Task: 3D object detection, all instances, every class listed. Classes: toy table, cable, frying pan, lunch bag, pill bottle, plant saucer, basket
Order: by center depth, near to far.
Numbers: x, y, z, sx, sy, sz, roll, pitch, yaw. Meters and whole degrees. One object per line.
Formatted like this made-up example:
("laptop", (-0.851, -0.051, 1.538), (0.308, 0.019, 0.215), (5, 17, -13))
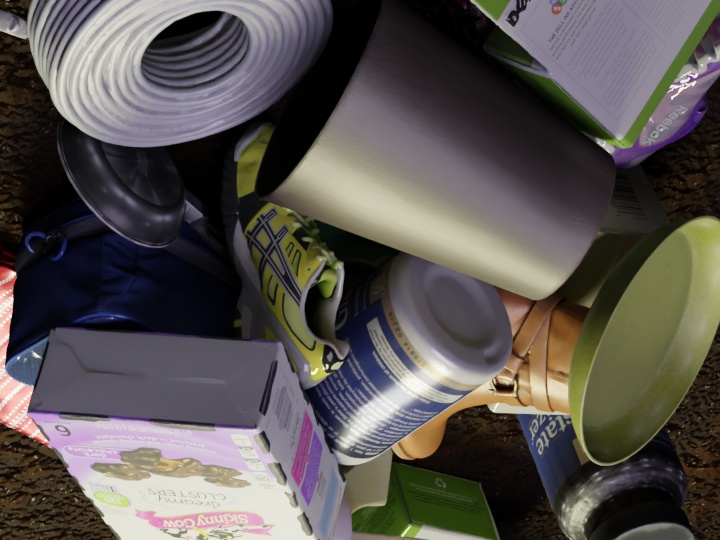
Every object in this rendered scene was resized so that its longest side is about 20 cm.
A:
("cable", (-0.115, -0.162, 1.384), (0.199, 0.069, 0.200), (-32, 149, 15))
("basket", (0.057, -0.074, 1.409), (0.199, 0.136, 0.180), (26, 135, -14))
("frying pan", (-0.135, -0.042, 1.466), (0.031, 0.115, 0.190), (-37, 107, 27))
("lunch bag", (-0.162, 0.024, 1.539), (0.135, 0.133, 0.200), (-25, 138, 35))
("pill bottle", (0.006, 0.073, 1.542), (0.111, 0.112, 0.200), (23, 135, -34))
("plant saucer", (0.208, 0.047, 1.567), (0.200, 0.031, 0.201), (-37, 141, -37))
("pill bottle", (0.200, 0.155, 1.732), (0.111, 0.201, 0.112), (-10, 136, -10))
("toy table", (-0.036, 0.226, 1.760), (0.117, 0.200, 0.185), (17, 85, -33))

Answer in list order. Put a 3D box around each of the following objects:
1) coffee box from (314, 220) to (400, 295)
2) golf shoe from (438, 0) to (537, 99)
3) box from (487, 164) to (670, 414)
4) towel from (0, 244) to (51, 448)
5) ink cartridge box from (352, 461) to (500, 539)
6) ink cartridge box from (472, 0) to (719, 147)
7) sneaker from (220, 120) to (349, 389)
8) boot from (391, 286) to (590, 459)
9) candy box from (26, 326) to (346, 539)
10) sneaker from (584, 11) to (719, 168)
("coffee box", (0.000, 0.000, 1.627), (0.122, 0.044, 0.201), (-5, 135, -16))
("golf shoe", (0.108, -0.116, 1.510), (0.092, 0.073, 0.201), (-17, 127, -23))
("box", (0.158, 0.013, 1.656), (0.077, 0.095, 0.200), (4, 134, -26))
("towel", (-0.251, 0.067, 1.630), (0.144, 0.023, 0.200), (-39, 133, 22))
("ink cartridge box", (0.078, 0.261, 1.891), (0.199, 0.076, 0.148), (15, 127, -31))
("ink cartridge box", (0.140, -0.199, 1.401), (0.200, 0.076, 0.148), (36, 85, -39))
("sneaker", (-0.048, -0.011, 1.501), (0.076, 0.201, 0.075), (-16, 165, 28))
("boot", (0.103, 0.082, 1.619), (0.154, 0.077, 0.201), (15, 125, 14))
("candy box", (-0.115, 0.124, 1.481), (0.167, 0.072, 0.200), (3, 148, 17))
("sneaker", (0.226, -0.141, 1.543), (0.088, 0.081, 0.200), (20, 130, -41))
